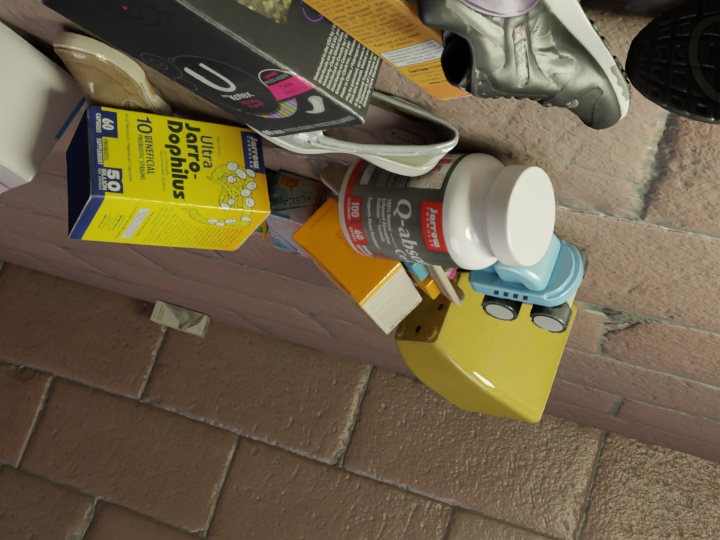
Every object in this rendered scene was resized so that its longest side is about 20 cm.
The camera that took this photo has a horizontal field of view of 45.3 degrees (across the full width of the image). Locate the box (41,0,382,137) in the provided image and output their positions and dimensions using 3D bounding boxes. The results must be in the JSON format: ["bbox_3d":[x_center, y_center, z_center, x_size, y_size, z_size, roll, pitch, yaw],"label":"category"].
[{"bbox_3d":[-0.088,-0.184,0.584,0.200,0.107,0.122,27,165,-36],"label":"box"}]

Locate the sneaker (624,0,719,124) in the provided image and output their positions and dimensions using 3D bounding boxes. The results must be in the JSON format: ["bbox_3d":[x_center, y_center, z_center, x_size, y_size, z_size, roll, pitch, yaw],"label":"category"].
[{"bbox_3d":[0.261,-0.109,0.519,0.199,0.076,0.091,16,179,26],"label":"sneaker"}]

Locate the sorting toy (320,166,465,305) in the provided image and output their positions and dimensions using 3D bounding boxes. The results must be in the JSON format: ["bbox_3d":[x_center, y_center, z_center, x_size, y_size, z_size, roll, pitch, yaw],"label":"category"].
[{"bbox_3d":[0.040,-0.035,1.076,0.185,0.036,0.200,43,-179,25],"label":"sorting toy"}]

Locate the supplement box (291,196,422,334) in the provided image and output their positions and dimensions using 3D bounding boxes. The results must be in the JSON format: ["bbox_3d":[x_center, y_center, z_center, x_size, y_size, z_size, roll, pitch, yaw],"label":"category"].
[{"bbox_3d":[0.000,0.000,1.105,0.126,0.074,0.200,44,178,19],"label":"supplement box"}]

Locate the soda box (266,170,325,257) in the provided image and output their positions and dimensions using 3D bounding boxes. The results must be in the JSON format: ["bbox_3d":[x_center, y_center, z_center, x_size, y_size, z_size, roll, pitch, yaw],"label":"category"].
[{"bbox_3d":[-0.088,-0.073,1.205,0.068,0.064,0.200,17,168,2],"label":"soda box"}]

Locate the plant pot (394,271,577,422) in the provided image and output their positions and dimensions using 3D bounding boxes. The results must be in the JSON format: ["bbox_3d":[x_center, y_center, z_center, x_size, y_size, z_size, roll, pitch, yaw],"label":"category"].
[{"bbox_3d":[0.172,0.096,1.320,0.200,0.195,0.195,30,164,-28],"label":"plant pot"}]

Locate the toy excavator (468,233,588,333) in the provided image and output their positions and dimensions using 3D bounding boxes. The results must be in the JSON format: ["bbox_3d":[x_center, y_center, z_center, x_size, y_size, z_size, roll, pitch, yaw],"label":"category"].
[{"bbox_3d":[0.159,-0.030,1.018,0.194,0.100,0.200,11,153,31],"label":"toy excavator"}]

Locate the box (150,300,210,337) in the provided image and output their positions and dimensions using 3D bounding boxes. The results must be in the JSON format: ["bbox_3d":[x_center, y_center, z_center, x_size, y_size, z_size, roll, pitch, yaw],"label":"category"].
[{"bbox_3d":[-0.657,0.176,3.152,0.199,0.083,0.068,15,169,5],"label":"box"}]

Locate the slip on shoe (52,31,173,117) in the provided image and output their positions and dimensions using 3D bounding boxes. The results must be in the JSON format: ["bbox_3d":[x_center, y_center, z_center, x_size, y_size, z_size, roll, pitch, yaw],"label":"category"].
[{"bbox_3d":[-0.270,-0.188,0.943,0.076,0.061,0.200,15,168,14],"label":"slip on shoe"}]

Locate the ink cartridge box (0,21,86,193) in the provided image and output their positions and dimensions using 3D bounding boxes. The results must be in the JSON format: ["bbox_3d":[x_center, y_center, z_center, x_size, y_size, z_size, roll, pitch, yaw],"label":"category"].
[{"bbox_3d":[-0.421,-0.180,0.994,0.125,0.129,0.200,37,162,-27],"label":"ink cartridge box"}]

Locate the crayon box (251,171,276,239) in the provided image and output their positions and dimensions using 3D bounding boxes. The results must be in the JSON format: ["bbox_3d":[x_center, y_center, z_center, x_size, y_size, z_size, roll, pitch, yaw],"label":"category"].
[{"bbox_3d":[-0.186,-0.107,1.222,0.125,0.052,0.200,18,168,-3],"label":"crayon box"}]

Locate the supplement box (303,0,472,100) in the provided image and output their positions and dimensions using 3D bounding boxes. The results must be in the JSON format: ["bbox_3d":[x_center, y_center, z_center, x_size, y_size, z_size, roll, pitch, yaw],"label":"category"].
[{"bbox_3d":[0.015,-0.183,0.536,0.200,0.067,0.069,26,166,-36],"label":"supplement box"}]

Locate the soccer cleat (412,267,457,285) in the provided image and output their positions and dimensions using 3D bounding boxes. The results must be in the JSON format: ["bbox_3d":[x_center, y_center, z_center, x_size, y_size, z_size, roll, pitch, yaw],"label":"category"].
[{"bbox_3d":[0.075,-0.012,1.228,0.086,0.070,0.200,20,168,-15],"label":"soccer cleat"}]

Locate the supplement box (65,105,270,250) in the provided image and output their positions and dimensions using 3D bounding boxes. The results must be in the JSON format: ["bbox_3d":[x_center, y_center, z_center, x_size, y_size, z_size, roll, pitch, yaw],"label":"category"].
[{"bbox_3d":[-0.216,-0.098,0.966,0.199,0.109,0.109,3,157,-31],"label":"supplement box"}]

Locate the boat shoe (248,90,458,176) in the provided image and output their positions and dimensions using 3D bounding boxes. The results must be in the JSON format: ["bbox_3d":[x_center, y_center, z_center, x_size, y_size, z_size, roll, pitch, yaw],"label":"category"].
[{"bbox_3d":[-0.011,-0.139,0.778,0.201,0.075,0.065,17,163,-16],"label":"boat shoe"}]

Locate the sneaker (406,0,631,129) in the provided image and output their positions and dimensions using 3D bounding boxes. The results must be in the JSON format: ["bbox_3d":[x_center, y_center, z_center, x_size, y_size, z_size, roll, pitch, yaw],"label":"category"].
[{"bbox_3d":[0.094,-0.138,0.531,0.200,0.088,0.076,38,-164,-46],"label":"sneaker"}]

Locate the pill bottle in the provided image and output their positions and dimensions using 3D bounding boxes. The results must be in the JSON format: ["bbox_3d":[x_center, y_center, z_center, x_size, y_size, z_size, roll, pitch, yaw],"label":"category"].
[{"bbox_3d":[0.085,-0.062,0.871,0.199,0.116,0.116,7,165,39],"label":"pill bottle"}]
